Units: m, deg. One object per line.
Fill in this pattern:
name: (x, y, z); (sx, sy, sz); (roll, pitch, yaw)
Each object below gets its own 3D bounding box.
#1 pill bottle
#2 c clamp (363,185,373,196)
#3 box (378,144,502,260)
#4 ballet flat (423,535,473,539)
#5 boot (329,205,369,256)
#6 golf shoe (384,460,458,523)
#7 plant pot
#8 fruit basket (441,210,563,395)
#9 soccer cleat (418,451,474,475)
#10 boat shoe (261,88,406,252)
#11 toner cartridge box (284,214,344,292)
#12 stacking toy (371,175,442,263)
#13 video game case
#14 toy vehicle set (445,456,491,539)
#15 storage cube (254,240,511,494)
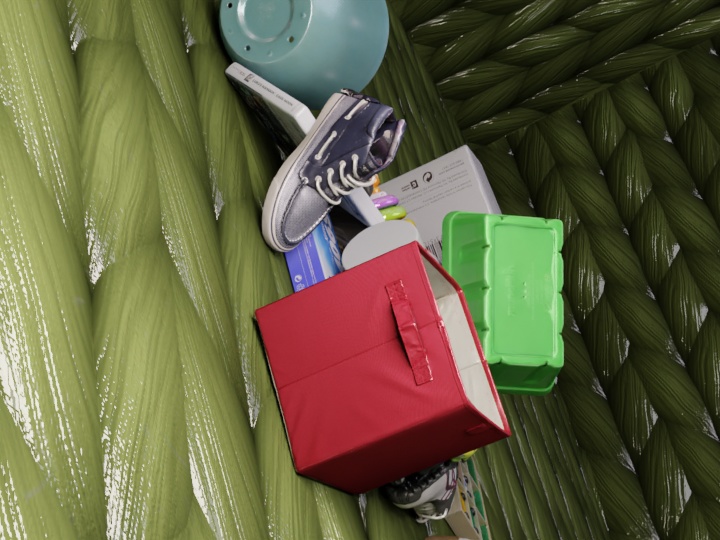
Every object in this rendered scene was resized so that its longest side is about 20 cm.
pill bottle: (0.057, 0.049, 1.448); (0.117, 0.115, 0.201); (-97, 165, -55)
c clamp: (-0.041, -0.141, 1.630); (0.171, 0.027, 0.200); (48, -8, -29)
box: (0.122, -0.053, 1.937); (0.202, 0.197, 0.131); (69, 12, 15)
ballet flat: (0.139, 0.365, 1.510); (0.201, 0.072, 0.068); (56, 14, -41)
boot: (0.000, 0.000, 1.584); (0.200, 0.072, 0.152); (34, -38, 53)
golf shoe: (0.082, 0.256, 1.471); (0.200, 0.076, 0.089); (-16, 97, -73)
plant pot: (-0.084, -0.308, 1.557); (0.203, 0.199, 0.161); (67, 21, 7)
fruit basket: (0.161, 0.039, 1.419); (0.215, 0.153, 0.219); (-176, -90, -78)
soccer cleat: (0.102, 0.171, 1.410); (0.064, 0.085, 0.200); (29, 14, 19)
boat shoe: (-0.028, -0.105, 1.366); (0.092, 0.202, 0.074); (19, -12, 45)
toner cartridge box: (-0.048, 0.002, 1.452); (0.095, 0.043, 0.202); (46, 24, -57)
stacking toy: (0.028, -0.065, 1.688); (0.116, 0.108, 0.203); (154, -82, -76)
video game case: (-0.066, -0.150, 1.508); (0.181, 0.023, 0.201); (38, -12, 49)
toy vehicle set: (0.139, 0.301, 1.745); (0.125, 0.026, 0.201); (59, 14, -34)
storage cube: (0.025, 0.103, 1.238); (0.200, 0.178, 0.173); (42, 28, -65)
